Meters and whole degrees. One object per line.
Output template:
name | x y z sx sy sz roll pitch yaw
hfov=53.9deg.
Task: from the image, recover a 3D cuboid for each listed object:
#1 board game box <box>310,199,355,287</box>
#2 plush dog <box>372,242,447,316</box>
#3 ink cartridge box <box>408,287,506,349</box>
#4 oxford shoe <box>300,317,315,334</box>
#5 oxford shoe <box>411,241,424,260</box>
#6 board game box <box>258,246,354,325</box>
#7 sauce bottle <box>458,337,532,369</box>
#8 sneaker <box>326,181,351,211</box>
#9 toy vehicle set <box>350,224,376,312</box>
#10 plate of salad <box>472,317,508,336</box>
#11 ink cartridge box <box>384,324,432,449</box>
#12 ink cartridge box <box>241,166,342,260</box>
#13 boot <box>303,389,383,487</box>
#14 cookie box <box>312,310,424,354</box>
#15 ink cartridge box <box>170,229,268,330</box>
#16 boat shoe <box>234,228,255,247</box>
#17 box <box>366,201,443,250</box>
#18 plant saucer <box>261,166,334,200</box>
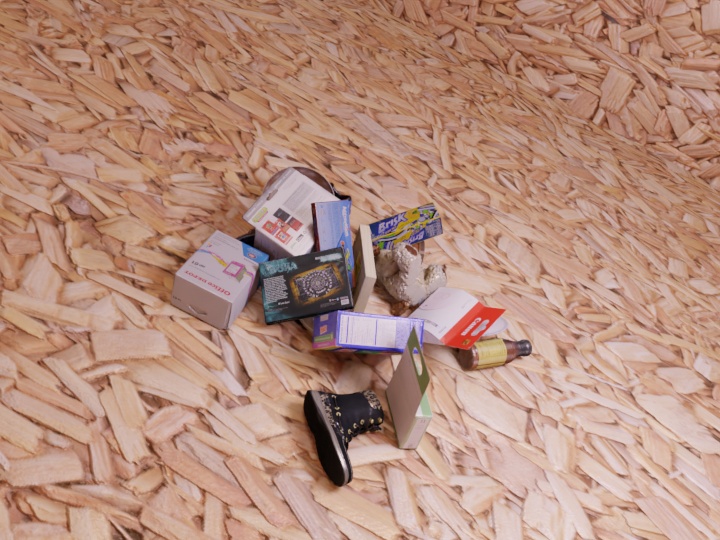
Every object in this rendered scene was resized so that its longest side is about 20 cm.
board game box | -0.061 -0.057 1.632 0.101 0.207 0.019 -9 6 -42
plush dog | 0.096 0.009 1.769 0.198 0.162 0.172 29 9 -41
ink cartridge box | 0.212 0.106 1.631 0.162 0.058 0.197 -39 22 -32
oxford shoe | -0.113 0.068 1.626 0.073 0.059 0.202 3 41 -26
oxford shoe | 0.136 -0.097 1.956 0.069 0.073 0.203 10 38 -6
board game box | -0.119 0.033 1.543 0.194 0.028 0.139 -10 74 2
sauce bottle | 0.325 0.195 1.688 0.195 0.067 0.067 -2 41 -33
sneaker | -0.112 -0.214 1.955 0.195 0.091 0.079 20 34 -3
toy vehicle set | 0.000 0.000 1.712 0.026 0.126 0.203 10 38 -13
plate of salad | 0.259 0.135 1.712 0.193 0.050 0.200 -1 13 0
ink cartridge box | 0.109 0.232 1.407 0.047 0.203 0.147 7 38 -18
ink cartridge box | -0.159 -0.118 1.672 0.174 0.084 0.201 35 59 9
boot | -0.014 0.309 1.357 0.150 0.075 0.206 1 40 -30
cookie box | 0.013 0.136 1.507 0.194 0.171 0.078 7 80 -19
ink cartridge box | -0.308 0.018 1.563 0.141 0.086 0.201 24 37 4
boat shoe | -0.244 -0.068 1.729 0.196 0.074 0.072 -13 29 -32
box | 0.117 -0.109 1.889 0.195 0.065 0.071 -19 44 -3
plant saucer | -0.164 -0.178 1.870 0.194 0.032 0.206 2 67 -5
